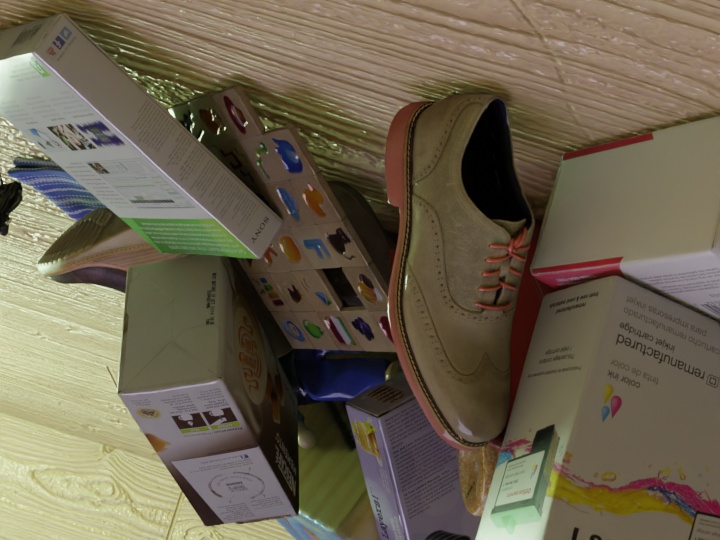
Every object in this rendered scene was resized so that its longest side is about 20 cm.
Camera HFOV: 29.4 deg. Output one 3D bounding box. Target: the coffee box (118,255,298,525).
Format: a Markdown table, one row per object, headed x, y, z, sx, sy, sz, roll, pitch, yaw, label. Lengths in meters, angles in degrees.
| x | y | z | sx | sy | sz | roll | pitch | yaw | label |
| --- | --- | --- | --- | --- | --- | --- | --- | --- | --- |
| -0.110 | 0.095 | 1.038 | 0.079 | 0.115 | 0.201 | -9 | 140 | 9 | coffee box |

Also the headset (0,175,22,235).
| x | y | z | sx | sy | sz | roll | pitch | yaw | label |
| --- | --- | --- | --- | --- | --- | --- | --- | --- | --- |
| -0.324 | -0.103 | 0.988 | 0.123 | 0.095 | 0.200 | -1 | 145 | 48 | headset |

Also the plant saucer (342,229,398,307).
| x | y | z | sx | sy | sz | roll | pitch | yaw | label |
| --- | --- | --- | --- | --- | --- | --- | --- | --- | --- |
| 0.000 | 0.000 | 1.107 | 0.198 | 0.032 | 0.200 | 15 | 164 | 4 | plant saucer |

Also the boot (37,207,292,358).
| x | y | z | sx | sy | sz | roll | pitch | yaw | label |
| --- | --- | --- | --- | --- | --- | --- | --- | --- | --- |
| -0.164 | 0.024 | 1.143 | 0.199 | 0.073 | 0.167 | -12 | 125 | 40 | boot |

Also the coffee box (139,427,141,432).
| x | y | z | sx | sy | sz | roll | pitch | yaw | label |
| --- | --- | --- | --- | --- | --- | --- | --- | --- | --- |
| -0.099 | 0.142 | 1.328 | 0.198 | 0.081 | 0.114 | 17 | 169 | -21 | coffee box |

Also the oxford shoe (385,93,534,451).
| x | y | z | sx | sy | sz | roll | pitch | yaw | label |
| --- | --- | --- | --- | --- | --- | --- | --- | --- | --- |
| 0.061 | 0.000 | 0.764 | 0.070 | 0.202 | 0.074 | -8 | 178 | -40 | oxford shoe |

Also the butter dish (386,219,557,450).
| x | y | z | sx | sy | sz | roll | pitch | yaw | label |
| --- | --- | --- | --- | --- | --- | --- | --- | --- | --- |
| 0.143 | 0.034 | 0.894 | 0.198 | 0.148 | 0.201 | 26 | -156 | -30 | butter dish |

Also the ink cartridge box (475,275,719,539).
| x | y | z | sx | sy | sz | roll | pitch | yaw | label |
| --- | --- | --- | --- | --- | --- | --- | --- | --- | --- |
| 0.153 | 0.126 | 0.754 | 0.144 | 0.202 | 0.084 | 23 | 164 | -17 | ink cartridge box |

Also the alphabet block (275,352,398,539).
| x | y | z | sx | sy | sz | roll | pitch | yaw | label |
| --- | --- | --- | --- | --- | --- | --- | --- | --- | --- |
| 0.044 | 0.183 | 1.213 | 0.196 | 0.200 | 0.196 | 17 | 151 | 53 | alphabet block |

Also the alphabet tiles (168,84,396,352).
| x | y | z | sx | sy | sz | roll | pitch | yaw | label |
| --- | --- | --- | --- | --- | --- | --- | --- | --- | --- |
| -0.053 | -0.029 | 0.910 | 0.167 | 0.008 | 0.201 | -3 | 122 | 58 | alphabet tiles |

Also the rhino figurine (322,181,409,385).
| x | y | z | sx | sy | sz | roll | pitch | yaw | label |
| --- | --- | --- | --- | --- | --- | --- | --- | --- | --- |
| 0.012 | 0.020 | 0.984 | 0.087 | 0.060 | 0.200 | -34 | 102 | 35 | rhino figurine |

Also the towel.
| x | y | z | sx | sy | sz | roll | pitch | yaw | label |
| --- | --- | --- | --- | --- | --- | --- | --- | --- | --- |
| -0.195 | -0.040 | 1.189 | 0.144 | 0.024 | 0.200 | 8 | 161 | 27 | towel |

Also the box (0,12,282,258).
| x | y | z | sx | sy | sz | roll | pitch | yaw | label |
| --- | --- | --- | --- | --- | --- | --- | --- | --- | --- |
| -0.159 | -0.081 | 0.898 | 0.200 | 0.036 | 0.144 | 45 | 158 | -29 | box |

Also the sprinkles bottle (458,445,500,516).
| x | y | z | sx | sy | sz | roll | pitch | yaw | label |
| --- | --- | --- | --- | --- | --- | --- | --- | --- | --- |
| 0.172 | 0.138 | 0.981 | 0.198 | 0.069 | 0.068 | 0 | 167 | -12 | sprinkles bottle |

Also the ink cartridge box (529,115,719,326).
| x | y | z | sx | sy | sz | roll | pitch | yaw | label |
| --- | --- | --- | --- | --- | --- | --- | --- | --- | --- |
| 0.222 | 0.000 | 0.784 | 0.199 | 0.085 | 0.144 | 27 | 161 | -28 | ink cartridge box |

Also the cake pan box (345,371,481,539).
| x | y | z | sx | sy | sz | roll | pitch | yaw | label |
| --- | --- | --- | --- | --- | --- | --- | --- | --- | --- |
| 0.097 | 0.148 | 1.094 | 0.052 | 0.199 | 0.186 | 19 | 129 | 53 | cake pan box |

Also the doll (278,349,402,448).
| x | y | z | sx | sy | sz | roll | pitch | yaw | label |
| --- | --- | --- | --- | --- | --- | --- | --- | --- | --- |
| -0.047 | 0.082 | 1.163 | 0.198 | 0.138 | 0.048 | -6 | 180 | 35 | doll |
